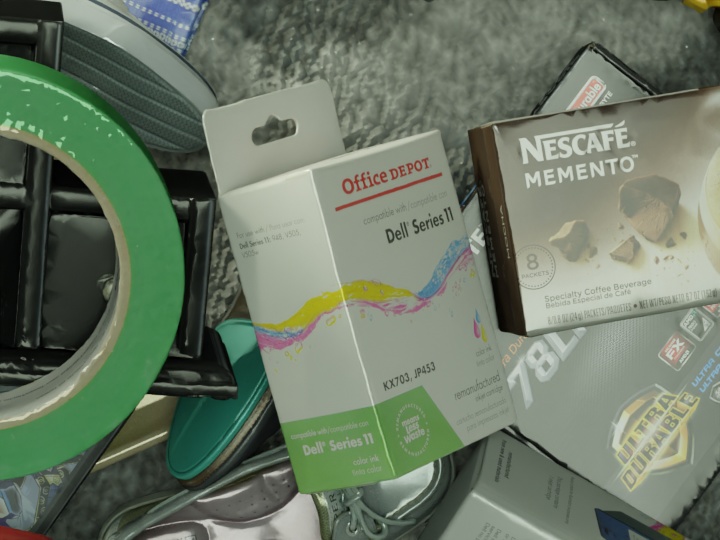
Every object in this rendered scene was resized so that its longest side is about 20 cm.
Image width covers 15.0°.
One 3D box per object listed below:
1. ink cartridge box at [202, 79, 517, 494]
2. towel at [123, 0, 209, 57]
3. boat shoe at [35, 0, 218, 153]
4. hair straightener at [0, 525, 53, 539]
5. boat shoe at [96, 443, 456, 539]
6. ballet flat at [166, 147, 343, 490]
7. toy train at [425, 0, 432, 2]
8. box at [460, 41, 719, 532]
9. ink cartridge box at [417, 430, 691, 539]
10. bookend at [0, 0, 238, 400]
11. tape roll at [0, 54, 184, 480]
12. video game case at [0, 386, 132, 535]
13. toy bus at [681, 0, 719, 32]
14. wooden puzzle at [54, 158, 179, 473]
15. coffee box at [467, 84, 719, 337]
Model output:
[{"bbox_3d":[0.000,0.000,1.393,0.067,0.117,0.201,-13,95,39],"label":"ink cartridge box"},{"bbox_3d":[-0.142,-0.183,1.476,0.144,0.024,0.201,24,89,-3],"label":"towel"},{"bbox_3d":[-0.153,-0.140,1.435,0.200,0.074,0.067,33,52,-14],"label":"boat shoe"},{"bbox_3d":[-0.150,0.177,1.421,0.199,0.041,0.077,8,108,1],"label":"hair straightener"},{"bbox_3d":[-0.044,0.131,1.466,0.201,0.065,0.075,-14,92,-3],"label":"boat shoe"},{"bbox_3d":[-0.040,0.029,1.466,0.073,0.073,0.201,19,84,-4],"label":"ballet flat"},{"bbox_3d":[0.018,-0.235,1.378,0.034,0.046,0.201,-10,88,33],"label":"toy train"},{"bbox_3d":[0.141,0.013,1.488,0.198,0.050,0.200,38,88,-5],"label":"box"},{"bbox_3d":[0.115,0.201,1.448,0.199,0.088,0.146,29,112,-2],"label":"ink cartridge box"},{"bbox_3d":[-0.154,-0.047,1.364,0.199,0.092,0.200,5,102,-8],"label":"bookend"},{"bbox_3d":[-0.184,-0.001,1.298,0.199,0.048,0.202,-2,103,-7],"label":"tape roll"},{"bbox_3d":[-0.221,0.045,1.435,0.200,0.026,0.181,35,94,-11],"label":"video game case"},{"bbox_3d":[0.212,-0.194,1.418,0.199,0.192,0.136,24,91,-3],"label":"toy bus"},{"bbox_3d":[-0.211,0.029,1.461,0.184,0.037,0.201,-23,97,-3],"label":"wooden puzzle"},{"bbox_3d":[0.165,-0.037,1.425,0.199,0.080,0.114,-9,92,-6],"label":"coffee box"}]
